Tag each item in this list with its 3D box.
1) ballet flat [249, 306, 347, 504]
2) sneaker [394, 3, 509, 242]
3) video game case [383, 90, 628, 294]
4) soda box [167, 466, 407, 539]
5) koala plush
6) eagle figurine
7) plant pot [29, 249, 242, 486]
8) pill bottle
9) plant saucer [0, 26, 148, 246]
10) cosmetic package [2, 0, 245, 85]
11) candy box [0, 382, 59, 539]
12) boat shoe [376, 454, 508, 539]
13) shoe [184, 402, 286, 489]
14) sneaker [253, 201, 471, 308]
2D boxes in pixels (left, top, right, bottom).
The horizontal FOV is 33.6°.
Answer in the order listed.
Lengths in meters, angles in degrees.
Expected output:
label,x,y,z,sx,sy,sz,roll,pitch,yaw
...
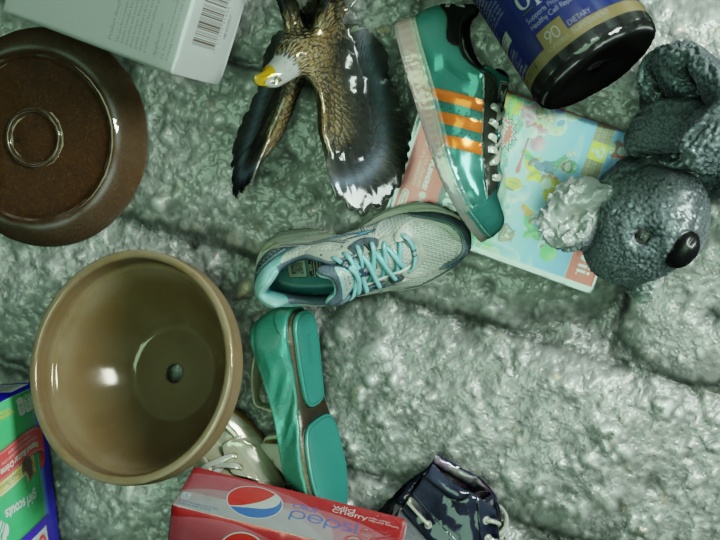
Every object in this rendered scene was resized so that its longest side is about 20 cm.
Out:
label,x,y,z,sx,sy,sz,roll,pitch,yaw
ballet flat,-0.061,0.132,1.081,0.070,0.067,0.203,-7,96,32
sneaker,0.094,-0.128,1.004,0.079,0.071,0.202,-19,92,13
video game case,0.134,-0.080,1.049,0.198,0.017,0.145,19,98,4
soda box,-0.063,0.233,1.023,0.197,0.070,0.064,12,111,5
koala plush,0.252,-0.067,0.969,0.176,0.184,0.201,24,114,-35
eagle figurine,-0.044,-0.162,1.011,0.149,0.152,0.202,-15,119,-20
plant pot,-0.183,0.089,1.055,0.198,0.093,0.204,-4,79,20
pill bottle,0.143,-0.242,0.970,0.111,0.112,0.201,-32,76,9
plant saucer,-0.294,-0.121,1.090,0.197,0.034,0.203,1,97,7
cosmetic package,-0.201,-0.236,1.016,0.199,0.074,0.103,25,100,26
candy box,-0.341,0.217,1.064,0.076,0.169,0.203,-2,97,11
boat shoe,0.111,0.252,1.058,0.199,0.075,0.093,36,107,3
shoe,-0.101,0.206,1.091,0.069,0.053,0.201,-31,92,9
sneaker,0.000,0.000,1.032,0.198,0.086,0.078,-13,109,13
